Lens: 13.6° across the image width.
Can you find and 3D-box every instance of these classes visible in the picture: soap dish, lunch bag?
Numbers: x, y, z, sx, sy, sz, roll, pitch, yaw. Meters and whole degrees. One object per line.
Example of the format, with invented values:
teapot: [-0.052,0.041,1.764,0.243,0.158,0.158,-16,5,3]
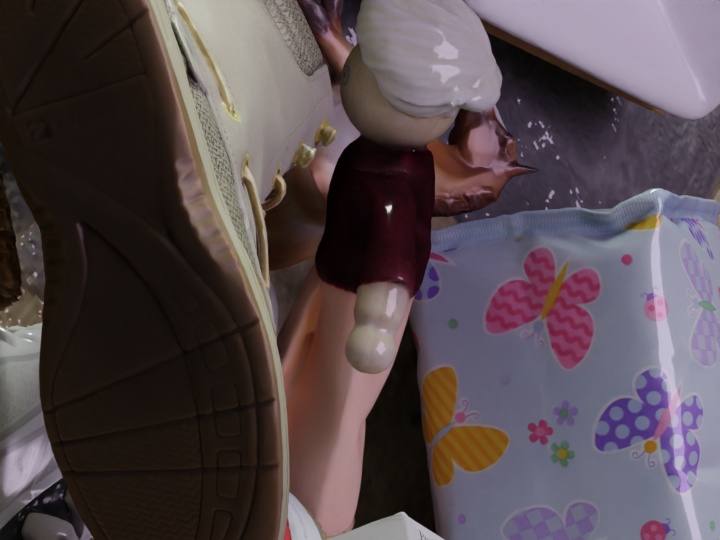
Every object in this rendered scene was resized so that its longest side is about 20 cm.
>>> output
soap dish: [0.112,-0.152,1.174,0.200,0.157,0.081,19,28,-52]
lunch bag: [0.090,0.062,1.127,0.200,0.127,0.170,-2,84,-73]

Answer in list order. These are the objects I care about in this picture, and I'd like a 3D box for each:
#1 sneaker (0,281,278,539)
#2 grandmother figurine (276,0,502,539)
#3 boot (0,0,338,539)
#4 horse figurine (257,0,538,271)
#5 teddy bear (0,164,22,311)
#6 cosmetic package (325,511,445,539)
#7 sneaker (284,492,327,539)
sneaker: [-0.098,0.043,0.940,0.081,0.075,0.200,55,47,-13]
grandmother figurine: [0.000,0.000,0.996,0.060,0.121,0.201,9,108,-15]
boot: [-0.047,-0.011,0.904,0.155,0.072,0.201,-37,115,-73]
horse figurine: [-0.026,-0.053,1.065,0.200,0.050,0.133,-37,107,-49]
teddy bear: [-0.145,-0.081,0.869,0.145,0.067,0.201,-111,-166,-57]
cosmetic package: [0.045,0.145,0.934,0.200,0.051,0.083,37,34,-56]
sneaker: [-0.070,0.115,0.899,0.112,0.071,0.200,26,29,-20]
